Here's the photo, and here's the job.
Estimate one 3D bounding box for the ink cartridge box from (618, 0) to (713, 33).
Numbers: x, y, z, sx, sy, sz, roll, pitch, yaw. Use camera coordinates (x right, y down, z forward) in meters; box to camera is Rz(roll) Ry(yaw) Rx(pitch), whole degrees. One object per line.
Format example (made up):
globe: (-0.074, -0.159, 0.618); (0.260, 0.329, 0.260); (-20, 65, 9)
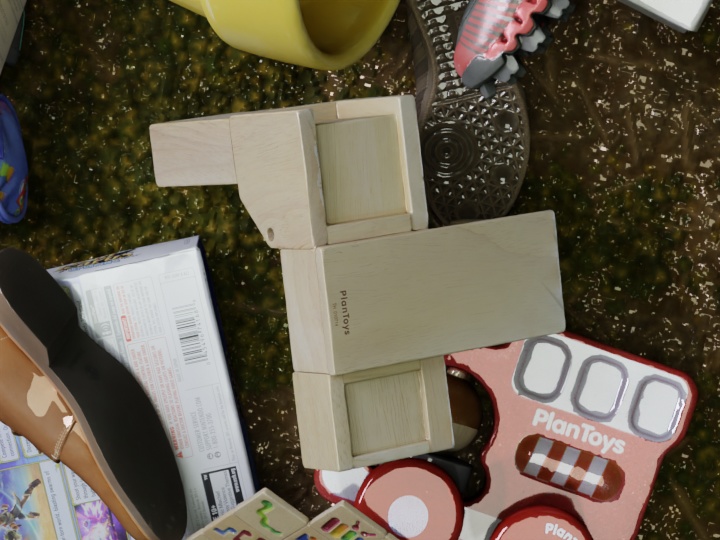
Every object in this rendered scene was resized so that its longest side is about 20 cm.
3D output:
ink cartridge box: (0.175, -0.255, 1.627); (0.146, 0.084, 0.201); (26, 98, 4)

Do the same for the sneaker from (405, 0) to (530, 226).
sneaker: (0.063, -0.125, 1.667); (0.070, 0.076, 0.201); (-3, 118, 5)

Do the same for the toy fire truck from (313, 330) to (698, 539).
toy fire truck: (0.083, 0.106, 1.666); (0.199, 0.112, 0.169); (20, 89, 3)

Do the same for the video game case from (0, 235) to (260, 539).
video game case: (-0.162, 0.095, 1.703); (0.180, 0.045, 0.201); (-12, 101, 1)

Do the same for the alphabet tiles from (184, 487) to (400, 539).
alphabet tiles: (-0.029, 0.199, 1.662); (0.166, 0.006, 0.200); (36, 138, -17)

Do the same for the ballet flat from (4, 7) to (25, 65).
ballet flat: (-0.297, -0.126, 1.702); (0.199, 0.073, 0.073); (-13, 94, 5)

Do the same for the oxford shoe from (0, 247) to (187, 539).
oxford shoe: (-0.174, 0.084, 1.653); (0.071, 0.071, 0.200); (-32, 96, 27)

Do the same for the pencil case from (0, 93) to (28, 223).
pencil case: (-0.299, -0.057, 1.674); (0.199, 0.087, 0.078); (-7, 75, 3)

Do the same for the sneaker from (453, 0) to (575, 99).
sneaker: (0.092, -0.198, 1.566); (0.098, 0.071, 0.201); (28, 98, 4)

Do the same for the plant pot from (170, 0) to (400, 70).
plant pot: (-0.079, -0.229, 1.615); (0.188, 0.201, 0.202); (13, 97, 21)

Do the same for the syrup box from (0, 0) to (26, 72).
syrup box: (-0.227, -0.209, 1.643); (0.078, 0.081, 0.201); (15, 75, 7)

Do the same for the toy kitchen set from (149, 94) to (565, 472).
toy kitchen set: (0.000, 0.000, 1.646); (0.163, 0.180, 0.201); (-9, 95, -32)
